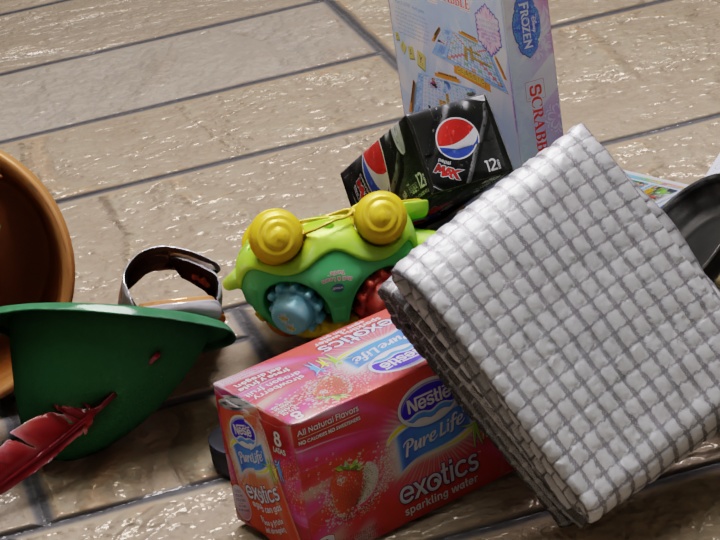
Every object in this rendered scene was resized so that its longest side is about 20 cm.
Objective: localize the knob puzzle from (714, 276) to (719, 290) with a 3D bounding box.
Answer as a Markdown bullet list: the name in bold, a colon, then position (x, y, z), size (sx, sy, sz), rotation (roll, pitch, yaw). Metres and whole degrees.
- **knob puzzle**: position (0.289, 0.051, 1.629), size (0.218, 0.031, 0.220), rotation (3, 31, -2)

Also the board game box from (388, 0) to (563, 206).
- **board game box**: position (0.088, -0.145, 1.933), size (0.041, 0.201, 0.200), rotation (-17, 23, -22)

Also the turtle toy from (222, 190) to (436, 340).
- **turtle toy**: position (0.000, 0.000, 1.807), size (0.198, 0.102, 0.146), rotation (-9, -2, -5)

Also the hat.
- **hat**: position (-0.187, 0.121, 1.698), size (0.198, 0.178, 0.166), rotation (3, -12, -1)

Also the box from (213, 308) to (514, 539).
- **box**: position (0.018, 0.092, 1.582), size (0.199, 0.100, 0.095), rotation (-22, 25, -29)

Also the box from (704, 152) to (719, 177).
- **box**: position (0.354, -0.081, 1.802), size (0.175, 0.097, 0.200), rotation (-19, 16, 28)

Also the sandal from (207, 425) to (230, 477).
- **sandal**: position (-0.013, 0.082, 1.692), size (0.199, 0.043, 0.076), rotation (-25, 27, -33)

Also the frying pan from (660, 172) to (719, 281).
- **frying pan**: position (0.183, 0.006, 1.652), size (0.190, 0.031, 0.115), rotation (-39, 22, 33)

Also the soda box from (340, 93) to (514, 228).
- **soda box**: position (0.046, -0.074, 1.909), size (0.070, 0.064, 0.200), rotation (-16, -6, -17)

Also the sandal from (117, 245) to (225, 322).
- **sandal**: position (-0.132, 0.011, 1.814), size (0.078, 0.060, 0.207), rotation (-3, -3, -10)

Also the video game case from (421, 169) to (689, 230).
- **video game case**: position (0.158, -0.030, 1.924), size (0.199, 0.024, 0.181), rotation (-25, 27, -35)

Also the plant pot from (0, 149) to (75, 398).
- **plant pot**: position (-0.299, -0.004, 1.852), size (0.198, 0.202, 0.140), rotation (-8, 6, 4)

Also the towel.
- **towel**: position (0.130, 0.038, 1.518), size (0.165, 0.200, 0.086), rotation (-36, -6, -22)
